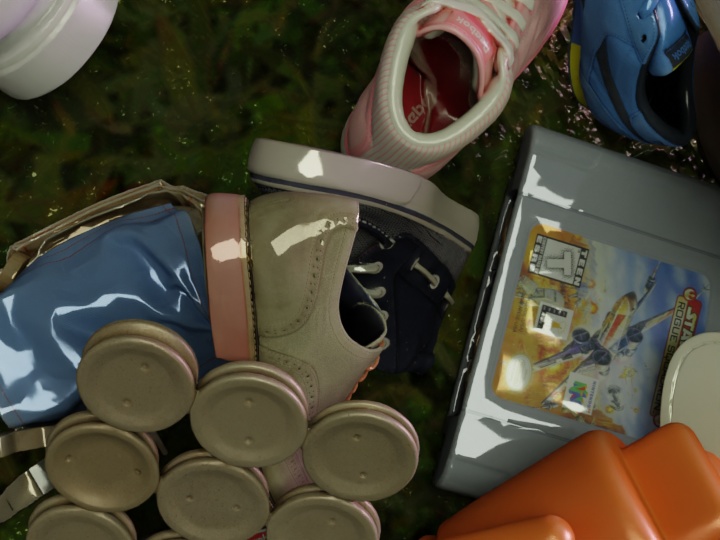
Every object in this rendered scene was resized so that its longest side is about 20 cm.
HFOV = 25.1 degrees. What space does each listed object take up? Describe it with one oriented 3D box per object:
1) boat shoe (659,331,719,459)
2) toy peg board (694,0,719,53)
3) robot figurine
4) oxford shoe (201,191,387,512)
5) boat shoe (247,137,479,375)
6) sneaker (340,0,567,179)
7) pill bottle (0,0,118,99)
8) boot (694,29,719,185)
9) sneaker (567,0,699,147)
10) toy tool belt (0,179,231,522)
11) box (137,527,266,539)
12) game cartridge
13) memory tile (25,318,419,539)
[{"bbox_3d":[0.209,0.123,0.852,0.072,0.062,0.201,-20,96,19],"label":"boat shoe"},{"bbox_3d":[0.282,-0.077,0.792,0.199,0.201,0.098,31,119,-25],"label":"toy peg board"},{"bbox_3d":[0.094,0.155,0.789,0.200,0.144,0.117,-35,89,13],"label":"robot figurine"},{"bbox_3d":[-0.022,0.049,0.721,0.073,0.201,0.071,-6,45,0],"label":"oxford shoe"},{"bbox_3d":[0.000,0.000,0.772,0.074,0.200,0.093,13,87,27],"label":"boat shoe"},{"bbox_3d":[0.065,-0.131,0.835,0.075,0.105,0.201,34,78,-5],"label":"sneaker"},{"bbox_3d":[-0.207,-0.167,0.744,0.200,0.112,0.113,40,76,-42],"label":"pill bottle"},{"bbox_3d":[0.231,-0.034,0.833,0.070,0.146,0.201,-32,94,13],"label":"boot"},{"bbox_3d":[0.139,-0.151,0.812,0.066,0.078,0.201,-29,130,-17],"label":"sneaker"},{"bbox_3d":[-0.134,0.039,0.768,0.199,0.123,0.125,-32,91,-12],"label":"toy tool belt"},{"bbox_3d":[-0.105,0.213,0.796,0.199,0.046,0.160,-13,87,-12],"label":"box"},{"bbox_3d":[0.125,0.036,0.866,0.132,0.042,0.201,16,82,-5],"label":"game cartridge"},{"bbox_3d":[-0.071,0.116,0.717,0.152,0.017,0.201,17,124,-8],"label":"memory tile"}]
